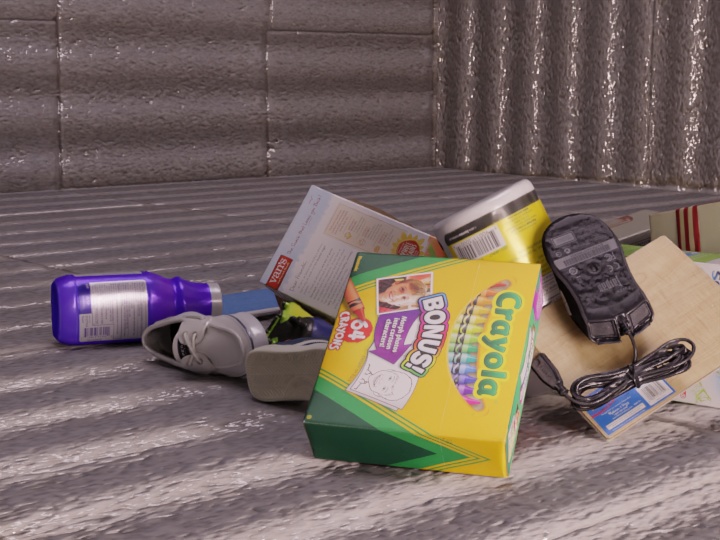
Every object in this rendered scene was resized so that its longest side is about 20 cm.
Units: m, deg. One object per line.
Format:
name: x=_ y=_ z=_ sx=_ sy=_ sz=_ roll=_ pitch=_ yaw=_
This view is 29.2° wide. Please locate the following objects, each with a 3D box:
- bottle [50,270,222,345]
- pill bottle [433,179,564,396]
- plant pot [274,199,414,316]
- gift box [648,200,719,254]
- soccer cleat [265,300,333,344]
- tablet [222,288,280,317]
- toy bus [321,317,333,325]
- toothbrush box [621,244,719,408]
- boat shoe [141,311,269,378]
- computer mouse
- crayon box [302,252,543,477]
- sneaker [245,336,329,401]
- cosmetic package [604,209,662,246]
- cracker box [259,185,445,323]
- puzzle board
bottle: x=-0.266 y=0.042 z=1.645 sx=0.199 sy=0.084 sz=0.065 roll=-4 pitch=9 yaw=-22
pill bottle: x=0.166 y=0.019 z=1.408 sx=0.114 sy=0.201 sz=0.114 roll=-27 pitch=2 yaw=1
plant pot: x=-0.028 y=-0.027 z=1.767 sx=0.200 sy=0.093 sz=0.201 roll=-24 pitch=-17 yaw=-8
gift box: x=0.439 y=0.019 z=1.563 sx=0.184 sy=0.188 sz=0.200 roll=-3 pitch=-4 yaw=-17
soccer cleat: x=-0.060 y=0.081 z=1.559 sx=0.083 sy=0.065 sz=0.200 roll=29 pitch=-2 yaw=-14
tablet: x=-0.153 y=0.047 z=1.859 sx=0.130 sy=0.014 sz=0.199 roll=9 pitch=11 yaw=41
toy bus: x=0.039 y=0.031 z=1.725 sx=0.199 sy=0.079 sz=0.065 roll=-7 pitch=-4 yaw=-44
toothbrush box: x=0.314 y=0.053 z=1.439 sx=0.199 sy=0.146 sz=0.086 roll=8 pitch=10 yaw=33
boat shoe: x=-0.169 y=0.083 z=1.481 sx=0.065 sy=0.074 sz=0.200 roll=-11 pitch=4 yaw=-35
computer mouse: x=0.209 y=0.045 z=1.307 sx=0.140 sy=0.200 sz=0.046 roll=-26 pitch=-31 yaw=-8
crayon box: x=0.060 y=0.077 z=1.205 sx=0.172 sy=0.058 sz=0.201 roll=3 pitch=48 yaw=16
sneaker: x=-0.021 y=0.098 z=1.346 sx=0.199 sy=0.075 sz=0.084 roll=9 pitch=16 yaw=43
cosmetic package: x=0.314 y=0.000 z=1.771 sx=0.199 sy=0.104 sz=0.087 roll=-17 pitch=18 yaw=-20
cracker box: x=0.000 y=0.000 z=1.608 sx=0.199 sy=0.134 sz=0.058 roll=25 pitch=-9 yaw=26
puzzle board: x=0.264 y=0.063 z=1.322 sx=0.199 sy=0.017 sz=0.151 roll=-30 pitch=56 yaw=-17
